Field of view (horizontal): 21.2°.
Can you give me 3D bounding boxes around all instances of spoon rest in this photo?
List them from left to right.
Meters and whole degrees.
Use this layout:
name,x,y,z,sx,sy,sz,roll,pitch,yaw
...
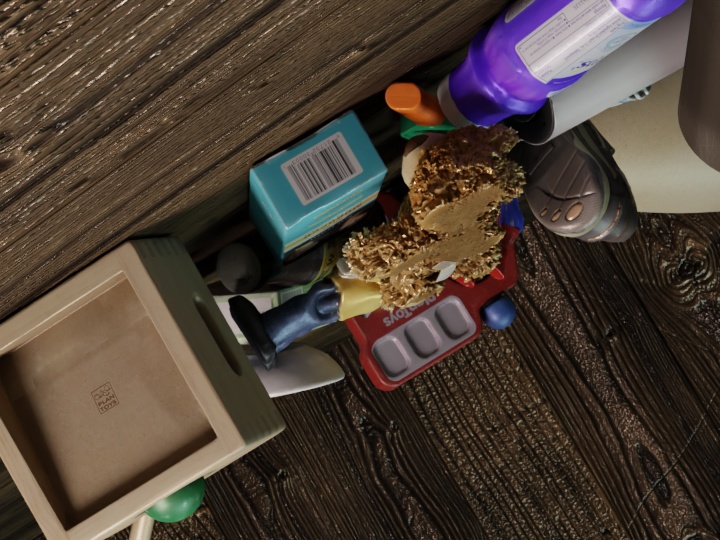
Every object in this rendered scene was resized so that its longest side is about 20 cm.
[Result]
name,x,y,z,sx,sy,sz,roll,pitch,yaw
spoon rest,-0.098,0.091,1.532,0.199,0.061,0.099,-1,-171,41

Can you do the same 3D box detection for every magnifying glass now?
name,x,y,z,sx,sy,sz,roll,pitch,yaw
magnifying glass,0.054,-0.109,1.368,0.079,0.023,0.200,3,179,15

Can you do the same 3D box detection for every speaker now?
name,x,y,z,sx,sy,sz,roll,pitch,yaw
speaker,0.187,-0.166,1.397,0.199,0.082,0.081,-29,175,-24

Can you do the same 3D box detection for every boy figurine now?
name,x,y,z,sx,sy,sz,roll,pitch,yaw
boy figurine,0.000,0.000,1.437,0.199,0.065,0.124,-32,172,-5

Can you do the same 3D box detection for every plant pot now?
name,x,y,z,sx,sy,sz,roll,pitch,yaw
plant pot,0.246,-0.127,1.735,0.199,0.188,0.187,-14,168,-26

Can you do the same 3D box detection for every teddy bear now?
name,x,y,z,sx,sy,sz,roll,pitch,yaw
teddy bear,0.054,-0.038,1.319,0.144,0.067,0.200,-30,160,3

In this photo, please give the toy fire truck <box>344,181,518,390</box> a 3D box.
name,x,y,z,sx,sy,sz,roll,pitch,yaw
toy fire truck,0.058,-0.002,1.760,0.199,0.169,0.112,-29,175,-24

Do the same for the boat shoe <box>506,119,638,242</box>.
name,x,y,z,sx,sy,sz,roll,pitch,yaw
boat shoe,0.149,-0.083,1.442,0.073,0.201,0.075,29,117,-34

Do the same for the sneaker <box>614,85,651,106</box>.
name,x,y,z,sx,sy,sz,roll,pitch,yaw
sneaker,0.195,-0.163,1.566,0.086,0.075,0.200,-27,178,34

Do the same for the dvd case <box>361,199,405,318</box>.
name,x,y,z,sx,sy,sz,roll,pitch,yaw
dvd case,0.051,-0.052,1.582,0.201,0.025,0.150,-55,176,-3

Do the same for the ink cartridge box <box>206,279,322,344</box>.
name,x,y,z,sx,sy,sz,roll,pitch,yaw
ink cartridge box,-0.135,0.036,1.606,0.199,0.048,0.145,-2,-175,18

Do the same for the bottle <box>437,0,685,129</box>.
name,x,y,z,sx,sy,sz,roll,pitch,yaw
bottle,0.126,-0.152,1.234,0.083,0.065,0.200,-33,178,-45

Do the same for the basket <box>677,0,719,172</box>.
name,x,y,z,sx,sy,sz,roll,pitch,yaw
basket,0.288,-0.162,1.314,0.180,0.136,0.201,-37,155,-25

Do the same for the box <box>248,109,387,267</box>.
name,x,y,z,sx,sy,sz,roll,pitch,yaw
box,-0.033,-0.054,1.364,0.082,0.049,0.200,-30,175,-6

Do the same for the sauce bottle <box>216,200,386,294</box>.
name,x,y,z,sx,sy,sz,roll,pitch,yaw
sauce bottle,-0.047,-0.020,1.541,0.066,0.066,0.200,-34,176,31

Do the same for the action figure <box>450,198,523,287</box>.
name,x,y,z,sx,sy,sz,roll,pitch,yaw
action figure,0.118,-0.085,1.525,0.065,0.052,0.201,-23,-143,55

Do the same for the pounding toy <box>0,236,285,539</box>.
name,x,y,z,sx,sy,sz,roll,pitch,yaw
pounding toy,-0.160,0.109,1.338,0.183,0.201,0.142,-32,176,13
